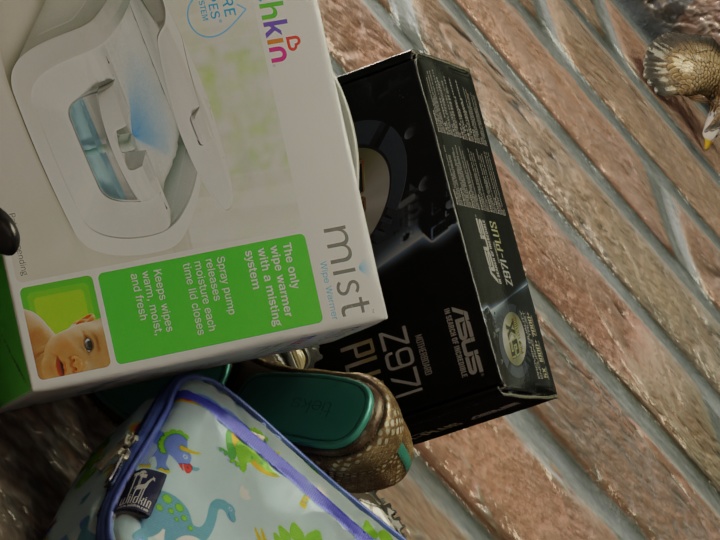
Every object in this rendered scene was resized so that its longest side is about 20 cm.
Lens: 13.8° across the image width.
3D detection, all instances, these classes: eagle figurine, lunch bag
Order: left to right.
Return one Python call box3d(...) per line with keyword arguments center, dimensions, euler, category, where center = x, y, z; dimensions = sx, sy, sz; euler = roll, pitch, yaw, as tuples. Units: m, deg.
box3d(center=(-0.048, 0.151, 1.363), dimensions=(0.200, 0.082, 0.161), euler=(43, 32, -10), category="lunch bag")
box3d(center=(0.447, -0.220, 3.659), dimensions=(0.200, 0.152, 0.151), euler=(33, 47, -66), category="eagle figurine")

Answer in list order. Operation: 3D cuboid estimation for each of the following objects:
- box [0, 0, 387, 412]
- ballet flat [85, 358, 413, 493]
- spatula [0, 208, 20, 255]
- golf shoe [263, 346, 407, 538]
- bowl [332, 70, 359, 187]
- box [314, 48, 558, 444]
box3d(center=(-0.100, -0.050, 1.382), dimensions=(0.097, 0.176, 0.200), euler=(156, -77, -71), category="box")
box3d(center=(-0.056, 0.074, 1.476), dimensions=(0.200, 0.071, 0.065), euler=(16, -23, 40), category="ballet flat")
box3d(center=(-0.202, -0.050, 1.349), dimensions=(0.200, 0.021, 0.057), euler=(39, -42, 49), category="spatula")
box3d(center=(-0.039, 0.129, 1.577), dimensions=(0.094, 0.078, 0.200), euler=(-25, 86, -48), category="golf shoe")
box3d(center=(-0.108, -0.046, 1.476), dimensions=(0.201, 0.201, 0.090), euler=(54, -21, -7), category="bowl")
box3d(center=(0.000, 0.000, 1.665), dimensions=(0.086, 0.164, 0.200), euler=(10, 64, -65), category="box")
